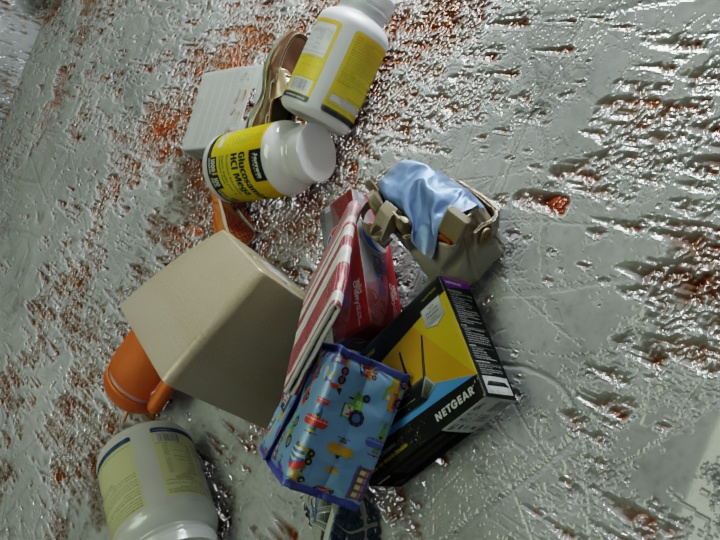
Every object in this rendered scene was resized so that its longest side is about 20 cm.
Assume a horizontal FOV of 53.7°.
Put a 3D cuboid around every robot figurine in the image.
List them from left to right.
[{"bbox_3d":[-0.345,0.152,1.170,0.144,0.117,0.200,40,107,6],"label":"robot figurine"}]

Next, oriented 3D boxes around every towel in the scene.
[{"bbox_3d":[-0.039,0.027,0.798,0.200,0.023,0.144,-82,17,-54],"label":"towel"}]

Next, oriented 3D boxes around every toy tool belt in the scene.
[{"bbox_3d":[0.065,-0.073,0.808,0.125,0.123,0.200,-46,52,-7],"label":"toy tool belt"}]

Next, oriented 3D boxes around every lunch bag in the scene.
[{"bbox_3d":[-0.048,0.160,0.812,0.200,0.094,0.151,2,67,67],"label":"lunch bag"}]

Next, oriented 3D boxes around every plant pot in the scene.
[{"bbox_3d":[-0.175,0.066,0.983,0.177,0.200,0.200,-52,43,1],"label":"plant pot"}]

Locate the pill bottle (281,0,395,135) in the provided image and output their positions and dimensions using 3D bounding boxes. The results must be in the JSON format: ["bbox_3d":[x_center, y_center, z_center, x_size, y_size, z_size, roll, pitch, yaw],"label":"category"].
[{"bbox_3d":[-0.027,-0.308,1.035,0.112,0.112,0.201,29,95,48],"label":"pill bottle"}]

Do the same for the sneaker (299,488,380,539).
[{"bbox_3d":[-0.029,0.277,0.828,0.085,0.077,0.201,-26,47,42],"label":"sneaker"}]

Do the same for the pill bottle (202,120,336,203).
[{"bbox_3d":[-0.138,-0.166,1.084,0.199,0.112,0.113,-3,71,39],"label":"pill bottle"}]

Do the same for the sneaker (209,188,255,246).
[{"bbox_3d":[-0.226,-0.103,1.189,0.077,0.073,0.201,-50,39,39],"label":"sneaker"}]

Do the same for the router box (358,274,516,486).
[{"bbox_3d":[0.064,0.126,0.782,0.200,0.051,0.150,-48,44,35],"label":"router box"}]

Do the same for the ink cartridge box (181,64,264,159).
[{"bbox_3d":[-0.236,-0.288,1.300,0.199,0.047,0.161,7,78,42],"label":"ink cartridge box"}]

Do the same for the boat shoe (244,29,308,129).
[{"bbox_3d":[-0.122,-0.289,1.161,0.072,0.076,0.201,28,103,44],"label":"boat shoe"}]

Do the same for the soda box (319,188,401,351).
[{"bbox_3d":[0.000,0.000,0.913,0.070,0.063,0.201,-31,54,36],"label":"soda box"}]

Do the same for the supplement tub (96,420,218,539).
[{"bbox_3d":[-0.286,0.332,1.010,0.145,0.145,0.200,-51,44,17],"label":"supplement tub"}]
